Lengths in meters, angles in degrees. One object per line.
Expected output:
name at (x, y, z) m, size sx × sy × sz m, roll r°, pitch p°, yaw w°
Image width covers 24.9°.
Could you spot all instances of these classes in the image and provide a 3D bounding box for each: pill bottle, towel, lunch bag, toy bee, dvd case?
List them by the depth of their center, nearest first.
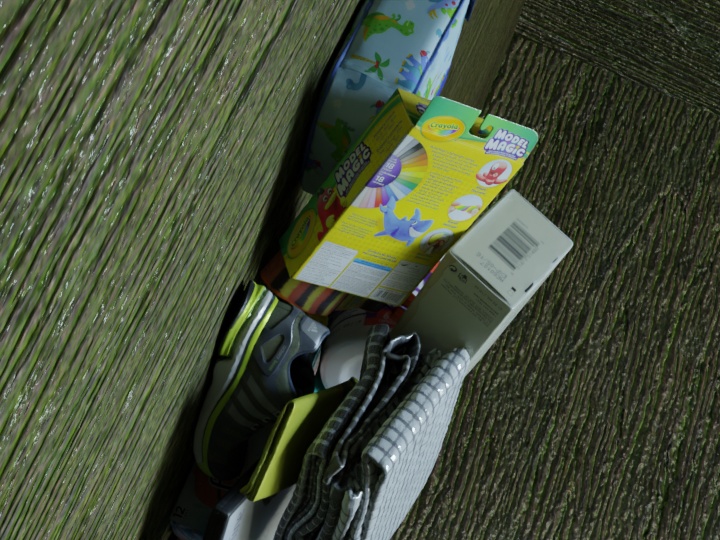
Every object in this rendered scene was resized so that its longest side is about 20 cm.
towel at (-0.046, 0.133, 1.320) m, size 0.086 × 0.018 × 0.200 m, roll -68°, pitch 167°, yaw 6°
towel at (0.002, 0.158, 1.340) m, size 0.166 × 0.085 × 0.201 m, roll -51°, pitch 162°, yaw -43°
lunch bag at (0.021, -0.154, 1.365) m, size 0.161 × 0.082 × 0.201 m, roll 110°, pitch 5°, yaw -58°
dvd case at (-0.089, 0.208, 1.365) m, size 0.200 × 0.017 × 0.143 m, roll -43°, pitch 155°, yaw -59°
toy bee at (0.000, 0.000, 1.419) m, size 0.200 × 0.109 × 0.131 m, roll -40°, pitch 171°, yaw -44°
pill bottle at (0.032, 0.038, 1.571) m, size 0.201 × 0.111 × 0.112 m, roll -75°, pitch -177°, yaw -48°

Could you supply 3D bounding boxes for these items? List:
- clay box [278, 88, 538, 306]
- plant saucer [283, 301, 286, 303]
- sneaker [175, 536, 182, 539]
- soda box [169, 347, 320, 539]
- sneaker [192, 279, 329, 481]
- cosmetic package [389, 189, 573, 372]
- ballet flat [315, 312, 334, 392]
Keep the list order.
clay box at (0.037, -0.062, 1.275) m, size 0.200 × 0.114 × 0.048 m, roll -50°, pitch -138°, yaw 30°
plant saucer at (-0.081, 0.097, 1.627) m, size 0.200 × 0.034 × 0.201 m, roll 21°, pitch 90°, yaw -86°
sneaker at (-0.135, 0.278, 1.543) m, size 0.147 × 0.080 × 0.200 m, roll -63°, pitch 170°, yaw -8°
soda box at (-0.101, 0.150, 1.449) m, size 0.068 × 0.063 × 0.201 m, roll 99°, pitch 13°, yaw -70°
sneaker at (-0.083, 0.104, 1.329) m, size 0.074 × 0.081 × 0.201 m, roll -62°, pitch 173°, yaw -49°
cosmetic package at (0.088, 0.033, 1.379) m, size 0.103 × 0.073 × 0.200 m, roll -42°, pitch 172°, yaw -39°
ballet flat at (-0.042, 0.098, 1.586) m, size 0.064 × 0.076 × 0.200 m, roll -33°, pitch -167°, yaw 35°
